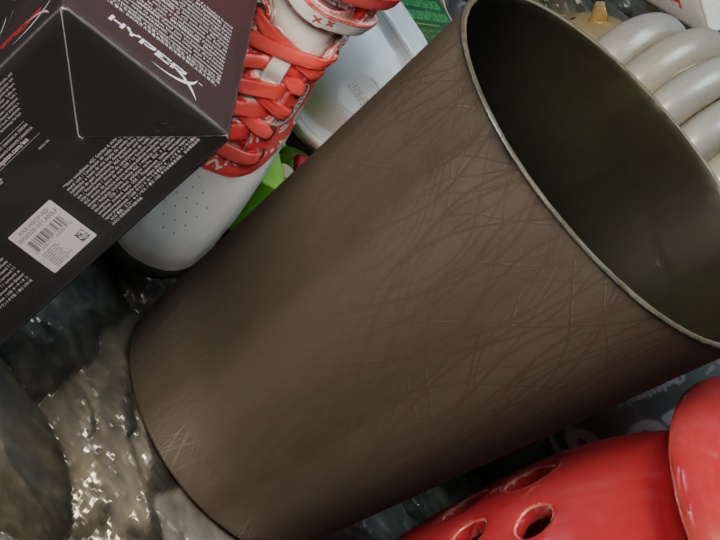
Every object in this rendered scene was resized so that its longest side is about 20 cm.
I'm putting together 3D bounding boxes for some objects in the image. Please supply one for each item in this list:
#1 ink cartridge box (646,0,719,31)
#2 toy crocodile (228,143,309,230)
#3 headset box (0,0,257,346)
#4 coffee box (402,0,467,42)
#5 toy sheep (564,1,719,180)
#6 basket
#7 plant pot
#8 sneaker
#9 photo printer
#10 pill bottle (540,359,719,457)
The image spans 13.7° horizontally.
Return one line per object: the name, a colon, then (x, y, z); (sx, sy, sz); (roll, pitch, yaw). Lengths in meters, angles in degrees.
ink cartridge box: (0.132, -0.231, 1.578); (0.200, 0.083, 0.147); (36, -21, 40)
toy crocodile: (0.000, 0.000, 1.265); (0.200, 0.062, 0.068); (41, 30, -29)
headset box: (-0.108, -0.080, 1.070); (0.075, 0.149, 0.200); (38, 31, -20)
coffee box: (0.065, -0.040, 1.441); (0.123, 0.044, 0.200); (3, 57, -59)
toy sheep: (0.163, -0.058, 1.536); (0.200, 0.138, 0.138); (45, 22, 21)
basket: (0.023, 0.013, 1.132); (0.180, 0.200, 0.136); (35, 34, -35)
plant pot: (0.128, 0.155, 1.177); (0.200, 0.182, 0.201); (42, 29, -31)
sneaker: (-0.035, -0.091, 1.139); (0.067, 0.201, 0.108); (29, -9, -20)
photo printer: (-0.037, -0.136, 1.295); (0.200, 0.069, 0.166); (56, 4, -14)
pill bottle: (0.131, 0.054, 1.321); (0.114, 0.114, 0.200); (-87, 156, -50)
